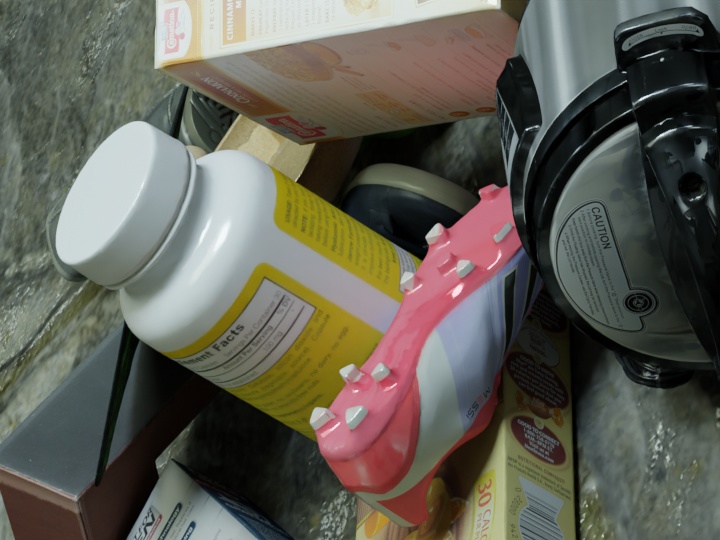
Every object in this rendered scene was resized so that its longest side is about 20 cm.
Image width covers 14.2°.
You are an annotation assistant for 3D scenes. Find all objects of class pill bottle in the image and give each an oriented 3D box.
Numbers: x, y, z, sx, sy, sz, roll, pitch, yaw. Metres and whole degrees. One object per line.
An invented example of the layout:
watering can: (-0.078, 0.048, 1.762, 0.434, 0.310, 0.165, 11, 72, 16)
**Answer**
pill bottle: (-0.053, 0.007, 1.486, 0.111, 0.200, 0.112, -38, 34, 32)

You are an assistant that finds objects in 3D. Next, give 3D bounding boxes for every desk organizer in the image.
desk organizer: (-0.129, 0.089, 1.735, 0.071, 0.077, 0.200, 19, 48, 30)

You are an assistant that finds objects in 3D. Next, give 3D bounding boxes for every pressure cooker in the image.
pressure cooker: (0.157, -0.055, 1.336, 0.179, 0.175, 0.201, -54, 23, 34)

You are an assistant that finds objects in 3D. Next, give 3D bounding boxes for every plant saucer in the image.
plant saucer: (-0.050, -0.051, 1.695, 0.200, 0.035, 0.201, -50, 19, 24)

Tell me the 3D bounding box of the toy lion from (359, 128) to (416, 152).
toy lion: (-0.008, -0.144, 1.773, 0.200, 0.068, 0.193, 50, 130, 50)

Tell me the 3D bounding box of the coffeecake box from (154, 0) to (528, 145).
coffeecake box: (0.017, -0.130, 1.501, 0.199, 0.153, 0.074, -8, 74, 28)

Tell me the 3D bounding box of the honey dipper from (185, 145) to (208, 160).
honey dipper: (-0.024, -0.013, 1.572, 0.038, 0.199, 0.038, -39, 34, 34)

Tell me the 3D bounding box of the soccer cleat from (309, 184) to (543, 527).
soccer cleat: (0.051, 0.036, 1.451, 0.067, 0.077, 0.200, 0, 45, 51)

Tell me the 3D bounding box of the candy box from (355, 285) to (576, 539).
candy box: (0.053, 0.105, 1.493, 0.115, 0.055, 0.201, -36, 36, 35)

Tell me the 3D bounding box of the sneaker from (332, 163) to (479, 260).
sneaker: (0.000, 0.000, 1.659, 0.200, 0.075, 0.085, -25, 42, 60)

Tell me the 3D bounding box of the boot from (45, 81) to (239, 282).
boot: (-0.140, -0.064, 1.915, 0.200, 0.073, 0.182, -37, 13, 24)

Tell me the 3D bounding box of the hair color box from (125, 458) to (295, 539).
hair color box: (-0.072, 0.188, 1.610, 0.100, 0.060, 0.200, -60, 29, 2)

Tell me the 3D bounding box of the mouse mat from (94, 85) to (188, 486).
mouse mat: (-0.122, 0.006, 1.632, 0.200, 0.007, 0.162, -83, 5, -58)

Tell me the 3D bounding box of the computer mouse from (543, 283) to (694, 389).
computer mouse: (0.123, 0.003, 1.471, 0.200, 0.058, 0.034, -127, 40, -58)
